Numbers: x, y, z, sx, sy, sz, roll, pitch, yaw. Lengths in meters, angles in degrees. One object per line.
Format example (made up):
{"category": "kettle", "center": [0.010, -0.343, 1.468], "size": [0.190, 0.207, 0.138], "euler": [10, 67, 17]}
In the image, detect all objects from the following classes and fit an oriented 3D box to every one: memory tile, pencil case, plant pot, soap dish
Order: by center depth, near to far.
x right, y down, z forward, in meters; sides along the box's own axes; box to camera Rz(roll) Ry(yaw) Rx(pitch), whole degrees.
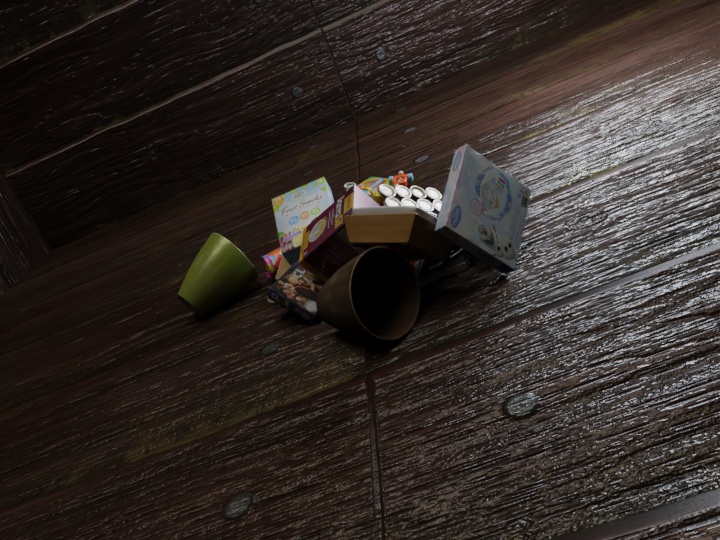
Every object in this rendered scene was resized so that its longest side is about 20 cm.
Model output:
{"category": "plant pot", "center": [-0.004, 0.061, 1.379], "size": [0.186, 0.189, 0.198], "euler": [-40, 15, -35]}
{"category": "soap dish", "center": [0.080, -0.077, 1.381], "size": [0.197, 0.156, 0.083], "euler": [2, 76, 41]}
{"category": "memory tile", "center": [0.143, -0.162, 1.644], "size": [0.196, 0.017, 0.155], "euler": [0, 48, -30]}
{"category": "plant pot", "center": [-0.432, 0.030, 1.885], "size": [0.201, 0.188, 0.186], "euler": [-50, 31, -20]}
{"category": "pencil case", "center": [-0.195, -0.047, 1.898], "size": [0.197, 0.090, 0.088], "euler": [-28, 23, -9]}

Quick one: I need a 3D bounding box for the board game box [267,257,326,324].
{"category": "board game box", "center": [-0.122, 0.033, 1.613], "size": [0.134, 0.035, 0.200], "euler": [28, 43, 11]}

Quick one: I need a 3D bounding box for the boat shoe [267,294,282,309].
{"category": "boat shoe", "center": [-0.161, 0.047, 1.679], "size": [0.074, 0.070, 0.200], "euler": [12, 39, 35]}

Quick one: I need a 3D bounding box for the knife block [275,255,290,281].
{"category": "knife block", "center": [-0.184, -0.075, 1.829], "size": [0.197, 0.178, 0.064], "euler": [-29, -16, -10]}

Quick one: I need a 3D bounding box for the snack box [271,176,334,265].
{"category": "snack box", "center": [-0.145, -0.137, 1.757], "size": [0.166, 0.068, 0.203], "euler": [-22, 52, 7]}

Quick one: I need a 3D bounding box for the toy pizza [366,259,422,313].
{"category": "toy pizza", "center": [0.062, 0.004, 1.481], "size": [0.199, 0.032, 0.203], "euler": [-35, 37, 30]}

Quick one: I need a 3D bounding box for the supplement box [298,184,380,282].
{"category": "supplement box", "center": [-0.049, -0.086, 1.573], "size": [0.199, 0.103, 0.132], "euler": [-38, 31, 29]}

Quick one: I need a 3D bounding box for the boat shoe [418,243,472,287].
{"category": "boat shoe", "center": [0.151, -0.025, 1.484], "size": [0.196, 0.094, 0.075], "euler": [-22, 22, 6]}

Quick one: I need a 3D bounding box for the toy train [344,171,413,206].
{"category": "toy train", "center": [0.050, -0.214, 1.785], "size": [0.195, 0.057, 0.151], "euler": [-8, 28, 11]}

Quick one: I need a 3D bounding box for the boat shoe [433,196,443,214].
{"category": "boat shoe", "center": [0.171, -0.139, 1.739], "size": [0.199, 0.077, 0.071], "euler": [-38, 24, -33]}

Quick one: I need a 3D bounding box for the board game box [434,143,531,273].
{"category": "board game box", "center": [0.263, -0.129, 1.367], "size": [0.043, 0.197, 0.204], "euler": [-21, 46, 56]}

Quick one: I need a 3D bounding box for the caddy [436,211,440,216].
{"category": "caddy", "center": [0.262, -0.112, 1.500], "size": [0.107, 0.139, 0.200], "euler": [-63, 25, 4]}

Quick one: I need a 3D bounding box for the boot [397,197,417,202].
{"category": "boot", "center": [0.099, -0.121, 1.652], "size": [0.163, 0.067, 0.199], "euler": [11, 37, 43]}

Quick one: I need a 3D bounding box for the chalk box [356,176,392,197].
{"category": "chalk box", "center": [0.058, -0.187, 1.890], "size": [0.123, 0.126, 0.199], "euler": [-33, 24, -21]}
